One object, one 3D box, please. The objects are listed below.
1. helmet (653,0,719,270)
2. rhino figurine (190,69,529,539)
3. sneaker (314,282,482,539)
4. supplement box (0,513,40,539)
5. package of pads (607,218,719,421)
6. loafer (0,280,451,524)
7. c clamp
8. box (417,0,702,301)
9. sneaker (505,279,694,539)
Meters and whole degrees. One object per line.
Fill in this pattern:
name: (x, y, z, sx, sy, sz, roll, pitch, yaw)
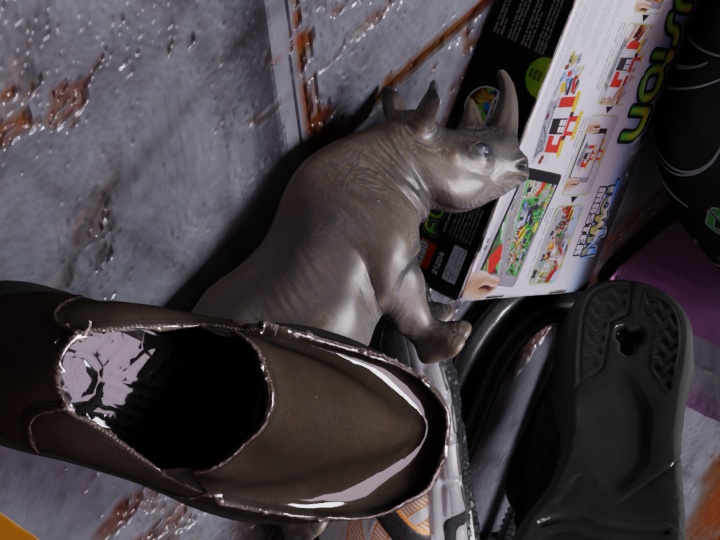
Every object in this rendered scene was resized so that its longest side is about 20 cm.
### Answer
helmet: (0.224, -0.074, 1.246, 0.200, 0.200, 0.191, -59, -170, -2)
rhino figurine: (0.000, 0.000, 1.070, 0.087, 0.060, 0.200, 41, 74, -15)
sneaker: (0.008, 0.092, 1.158, 0.074, 0.080, 0.200, -80, 164, -72)
supplement box: (-0.170, 0.180, 0.962, 0.126, 0.074, 0.200, -34, 142, -38)
package of pads: (0.218, -0.002, 1.366, 0.200, 0.120, 0.076, -38, 141, -35)
loafer: (-0.045, 0.052, 0.972, 0.200, 0.071, 0.073, 10, 90, -34)
c clamp: (0.071, 0.085, 1.317, 0.171, 0.027, 0.200, -11, 126, -48)
box: (0.090, -0.085, 1.180, 0.110, 0.035, 0.200, -3, 118, -57)
sneaker: (0.099, 0.114, 1.229, 0.114, 0.076, 0.199, 96, 3, -57)
